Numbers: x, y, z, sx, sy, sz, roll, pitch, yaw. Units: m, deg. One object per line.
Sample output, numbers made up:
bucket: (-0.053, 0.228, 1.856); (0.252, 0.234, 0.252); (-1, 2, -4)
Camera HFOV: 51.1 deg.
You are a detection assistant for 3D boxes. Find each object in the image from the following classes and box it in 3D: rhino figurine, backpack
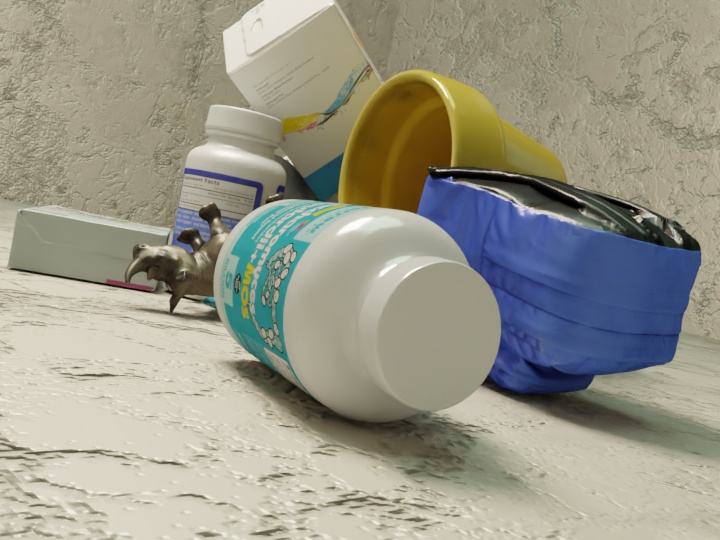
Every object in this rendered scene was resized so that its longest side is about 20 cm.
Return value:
rhino figurine: (-0.127, -0.014, 0.691); (0.199, 0.060, 0.088); (-17, 62, -47)
backpack: (0.155, 0.014, 0.594); (0.161, 0.170, 0.199); (0, 13, -36)

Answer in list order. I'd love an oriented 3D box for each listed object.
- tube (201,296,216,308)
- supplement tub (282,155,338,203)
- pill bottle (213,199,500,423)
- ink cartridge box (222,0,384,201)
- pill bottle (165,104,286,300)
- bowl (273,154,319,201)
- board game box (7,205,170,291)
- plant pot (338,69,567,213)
tube: (-0.049, 0.035, 0.730); (0.197, 0.051, 0.077); (5, 0, -1)
supplement tub: (-0.063, -0.064, 1.062); (0.143, 0.147, 0.201); (10, 31, -20)
pill bottle: (-0.007, 0.018, 0.430); (0.109, 0.112, 0.199); (10, 2, -28)
ink cartridge box: (-0.053, -0.225, 0.915); (0.201, 0.144, 0.148); (52, 11, -36)
pill bottle: (-0.142, -0.070, 0.819); (0.110, 0.203, 0.112); (11, 2, 0)
bowl: (-0.157, -0.086, 0.964); (0.200, 0.202, 0.091); (13, -30, 45)
board game box: (-0.292, -0.029, 0.845); (0.145, 0.065, 0.200); (11, 3, -13)
plant pot: (0.104, -0.083, 0.779); (0.187, 0.204, 0.200); (10, 2, -33)
